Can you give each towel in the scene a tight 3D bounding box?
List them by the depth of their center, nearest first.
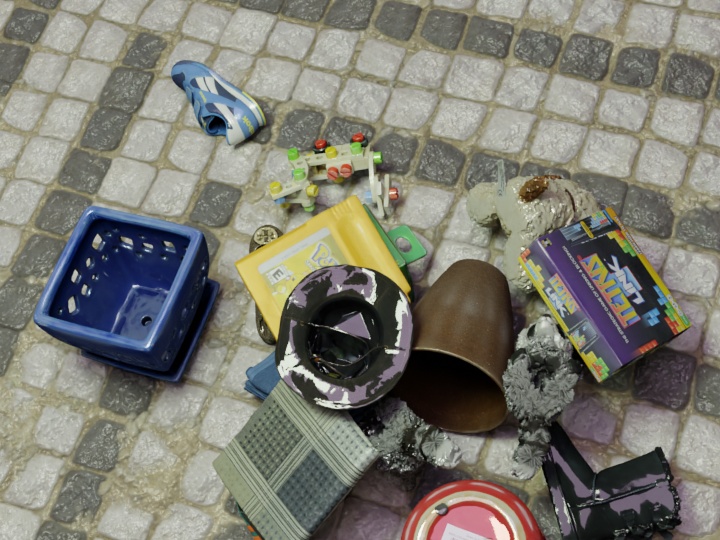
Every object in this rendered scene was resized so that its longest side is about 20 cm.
[{"bbox_3d":[-0.086,0.248,1.604,0.193,0.034,0.200,-50,51,6],"label":"towel"},{"bbox_3d":[-0.068,0.166,1.720,0.111,0.049,0.199,-33,35,-28],"label":"towel"}]

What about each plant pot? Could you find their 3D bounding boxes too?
[{"bbox_3d":[0.146,0.368,1.540,0.198,0.183,0.203,-4,60,7],"label":"plant pot"},{"bbox_3d":[0.140,0.089,1.701,0.185,0.188,0.201,11,52,16],"label":"plant pot"},{"bbox_3d":[-0.328,0.046,1.795,0.198,0.180,0.202,13,66,17],"label":"plant pot"}]

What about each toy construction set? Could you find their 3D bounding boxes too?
[{"bbox_3d":[-0.037,-0.145,1.891,0.197,0.093,0.132,5,39,4],"label":"toy construction set"}]

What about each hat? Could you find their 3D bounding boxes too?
[{"bbox_3d":[-0.017,0.098,1.616,0.198,0.081,0.203,-3,66,6],"label":"hat"}]

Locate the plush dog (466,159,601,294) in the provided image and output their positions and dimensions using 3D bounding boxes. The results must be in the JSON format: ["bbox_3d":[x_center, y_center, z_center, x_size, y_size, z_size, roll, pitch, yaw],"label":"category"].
[{"bbox_3d":[0.276,-0.085,1.776,0.170,0.161,0.201,-6,53,-35],"label":"plush dog"}]

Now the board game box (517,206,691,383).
[{"bbox_3d":[0.328,0.028,1.640,0.164,0.057,0.201,-22,73,-39],"label":"board game box"}]

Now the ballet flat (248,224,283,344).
[{"bbox_3d":[-0.138,0.014,1.852,0.066,0.046,0.202,-6,62,6],"label":"ballet flat"}]

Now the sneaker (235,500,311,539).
[{"bbox_3d":[-0.122,0.344,1.656,0.071,0.080,0.200,-35,62,-9],"label":"sneaker"}]

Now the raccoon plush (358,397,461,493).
[{"bbox_3d":[0.078,0.256,1.602,0.097,0.134,0.200,-48,36,-7],"label":"raccoon plush"}]

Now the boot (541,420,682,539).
[{"bbox_3d":[0.326,0.271,1.617,0.160,0.073,0.201,-16,67,4],"label":"boot"}]

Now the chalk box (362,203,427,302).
[{"bbox_3d":[0.000,0.000,1.789,0.199,0.124,0.125,-33,62,-7],"label":"chalk box"}]

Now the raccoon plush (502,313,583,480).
[{"bbox_3d":[0.224,0.158,1.620,0.096,0.134,0.202,24,103,2],"label":"raccoon plush"}]

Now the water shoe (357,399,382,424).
[{"bbox_3d":[-0.025,0.244,1.692,0.071,0.079,0.202,17,67,18],"label":"water shoe"}]

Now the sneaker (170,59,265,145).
[{"bbox_3d":[-0.249,-0.277,2.011,0.199,0.074,0.082,35,75,25],"label":"sneaker"}]

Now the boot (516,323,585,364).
[{"bbox_3d":[0.307,0.059,1.738,0.197,0.078,0.140,-6,57,-8],"label":"boot"}]

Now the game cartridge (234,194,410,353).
[{"bbox_3d":[-0.049,0.016,1.696,0.199,0.032,0.177,-30,78,-5],"label":"game cartridge"}]
